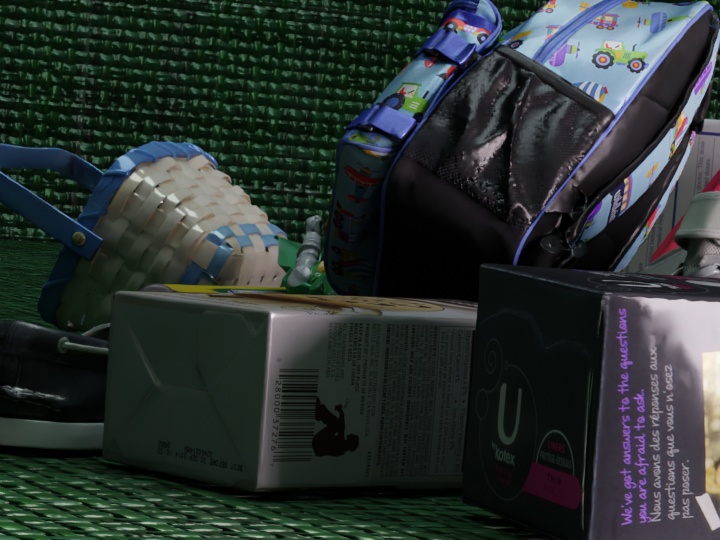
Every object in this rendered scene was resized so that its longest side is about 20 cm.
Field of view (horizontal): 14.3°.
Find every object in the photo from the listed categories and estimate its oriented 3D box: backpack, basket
[{"bbox_3d":[0.089,-0.062,1.445,0.134,0.200,0.183,31,-26,14],"label":"backpack"},{"bbox_3d":[-0.157,-0.025,1.863,0.200,0.139,0.176,38,14,18],"label":"basket"}]

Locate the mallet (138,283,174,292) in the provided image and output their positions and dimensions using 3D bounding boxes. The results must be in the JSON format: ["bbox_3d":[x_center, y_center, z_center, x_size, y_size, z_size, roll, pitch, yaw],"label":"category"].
[{"bbox_3d":[-0.094,0.037,1.480,0.066,0.041,0.200,9,-13,-9],"label":"mallet"}]

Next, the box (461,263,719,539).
[{"bbox_3d":[0.157,0.058,1.181,0.200,0.106,0.122,4,4,-22],"label":"box"}]

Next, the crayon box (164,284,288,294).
[{"bbox_3d":[0.004,0.049,1.640,0.200,0.058,0.173,3,6,-25],"label":"crayon box"}]

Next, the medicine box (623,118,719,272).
[{"bbox_3d":[0.198,-0.002,1.760,0.103,0.182,0.200,3,3,-40],"label":"medicine box"}]

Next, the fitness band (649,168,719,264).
[{"bbox_3d":[0.191,0.007,1.595,0.037,0.200,0.144,29,38,-5],"label":"fitness band"}]

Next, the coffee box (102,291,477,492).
[{"bbox_3d":[-0.002,0.053,1.294,0.200,0.080,0.113,2,3,-42],"label":"coffee box"}]

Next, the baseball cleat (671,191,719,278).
[{"bbox_3d":[0.142,0.026,1.287,0.200,0.107,0.070,-20,0,-21],"label":"baseball cleat"}]

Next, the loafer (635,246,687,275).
[{"bbox_3d":[0.147,0.032,1.377,0.200,0.070,0.070,-30,0,13],"label":"loafer"}]

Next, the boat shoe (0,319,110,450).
[{"bbox_3d":[-0.108,0.051,1.367,0.076,0.060,0.200,6,3,24],"label":"boat shoe"}]

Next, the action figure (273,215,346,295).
[{"bbox_3d":[0.000,0.000,1.581,0.118,0.055,0.200,9,11,3],"label":"action figure"}]
